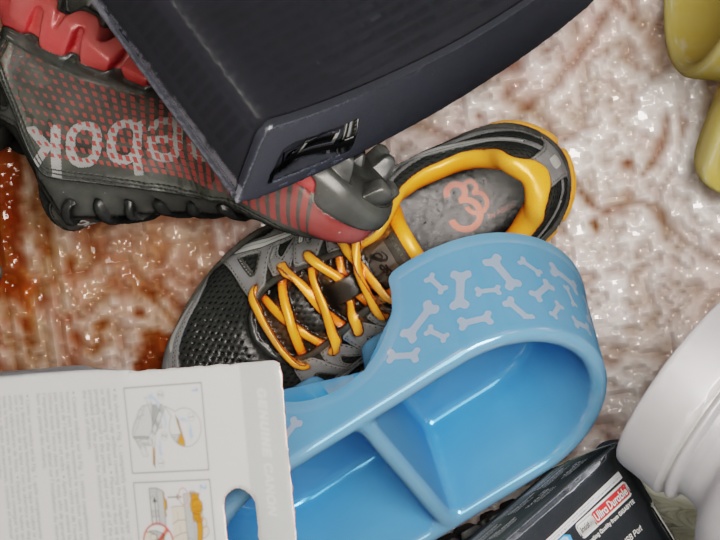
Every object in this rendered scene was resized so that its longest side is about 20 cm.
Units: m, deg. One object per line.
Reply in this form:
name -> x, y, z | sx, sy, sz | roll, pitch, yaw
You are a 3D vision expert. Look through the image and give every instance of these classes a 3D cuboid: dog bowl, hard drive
dog bowl -> 0.011, 0.067, 0.910 | 0.200, 0.112, 0.050 | -32, 46, 6
hard drive -> -0.003, -0.123, 0.874 | 0.200, 0.042, 0.135 | -32, 82, -32

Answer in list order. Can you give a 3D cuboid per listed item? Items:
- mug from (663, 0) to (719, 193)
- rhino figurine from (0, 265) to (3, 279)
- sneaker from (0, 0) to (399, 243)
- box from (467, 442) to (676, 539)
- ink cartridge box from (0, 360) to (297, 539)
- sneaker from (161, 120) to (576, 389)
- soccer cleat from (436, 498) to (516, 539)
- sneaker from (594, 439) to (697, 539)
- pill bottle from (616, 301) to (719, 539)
mug -> 0.213, -0.127, 0.917 | 0.153, 0.187, 0.150 | 10, 58, -8
rhino figurine -> -0.192, -0.083, 0.926 | 0.060, 0.087, 0.200 | -11, 91, 0
sneaker -> -0.076, -0.048, 0.918 | 0.200, 0.071, 0.098 | 28, 101, 23
box -> 0.072, 0.182, 0.858 | 0.200, 0.046, 0.159 | -35, 94, -42
ink cartridge box -> -0.096, 0.117, 0.901 | 0.200, 0.047, 0.160 | -6, 90, 32
sneaker -> 0.000, 0.000, 0.932 | 0.200, 0.077, 0.078 | -35, 92, 2
soccer cleat -> 0.008, 0.170, 0.939 | 0.200, 0.068, 0.073 | -30, 87, -3
sneaker -> 0.195, 0.076, 0.941 | 0.200, 0.075, 0.085 | 8, 70, 5
pill bottle -> 0.198, 0.097, 0.834 | 0.200, 0.112, 0.112 | 37, 91, 19
